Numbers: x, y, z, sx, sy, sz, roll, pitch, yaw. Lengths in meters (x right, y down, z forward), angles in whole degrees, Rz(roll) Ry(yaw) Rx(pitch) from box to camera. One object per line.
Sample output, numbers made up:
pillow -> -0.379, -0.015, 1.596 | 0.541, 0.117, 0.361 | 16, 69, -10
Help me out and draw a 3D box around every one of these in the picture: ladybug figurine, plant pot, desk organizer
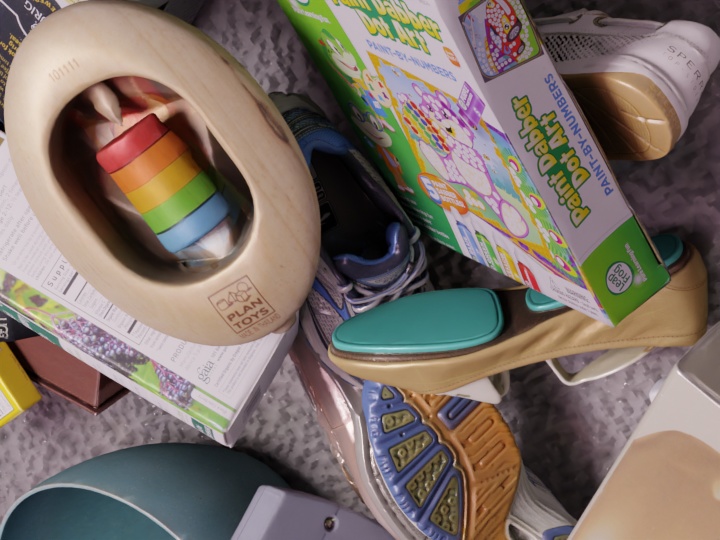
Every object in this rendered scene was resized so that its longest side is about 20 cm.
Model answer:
ladybug figurine -> -0.095, -0.051, 1.248 | 0.136, 0.072, 0.200 | -29, 105, 16
plant pot -> -0.104, 0.185, 1.509 | 0.200, 0.135, 0.201 | 19, 126, 28
desk organizer -> -0.217, 0.003, 1.532 | 0.200, 0.072, 0.077 | 26, 127, 23

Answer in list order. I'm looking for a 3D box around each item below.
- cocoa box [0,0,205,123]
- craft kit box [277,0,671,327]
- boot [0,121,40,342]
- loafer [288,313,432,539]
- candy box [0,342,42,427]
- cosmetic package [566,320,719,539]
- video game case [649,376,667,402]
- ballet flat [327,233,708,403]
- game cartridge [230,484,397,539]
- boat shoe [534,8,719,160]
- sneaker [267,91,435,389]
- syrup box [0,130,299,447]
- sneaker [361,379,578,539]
cocoa box -> -0.185, -0.195, 1.339 | 0.200, 0.133, 0.131 | 44, 135, 7
craft kit box -> 0.044, -0.082, 1.202 | 0.200, 0.048, 0.198 | 27, 150, 58
boot -> -0.154, -0.027, 1.448 | 0.168, 0.200, 0.077 | 3, 133, -3
loafer -> 0.004, 0.072, 1.412 | 0.063, 0.072, 0.200 | -8, 110, 63
candy box -> -0.283, 0.019, 1.525 | 0.102, 0.026, 0.200 | -33, 91, 44
cosmetic package -> 0.170, 0.110, 1.242 | 0.071, 0.105, 0.200 | 39, 136, 15
video game case -> 0.262, 0.130, 1.268 | 0.200, 0.023, 0.183 | -9, 110, 41
ballet flat -> 0.084, 0.038, 1.271 | 0.199, 0.069, 0.063 | -14, 116, 11
game cartridge -> -0.011, 0.211, 1.419 | 0.200, 0.134, 0.040 | 40, 164, -35
boat shoe -> 0.107, -0.095, 1.223 | 0.200, 0.069, 0.071 | 10, 141, 56
sneaker -> 0.000, 0.000, 1.321 | 0.200, 0.077, 0.085 | 57, 167, -24
syrup box -> -0.136, 0.009, 1.331 | 0.200, 0.082, 0.079 | 30, 169, 4
sneaker -> 0.061, 0.123, 1.357 | 0.200, 0.075, 0.088 | 52, 175, -17
